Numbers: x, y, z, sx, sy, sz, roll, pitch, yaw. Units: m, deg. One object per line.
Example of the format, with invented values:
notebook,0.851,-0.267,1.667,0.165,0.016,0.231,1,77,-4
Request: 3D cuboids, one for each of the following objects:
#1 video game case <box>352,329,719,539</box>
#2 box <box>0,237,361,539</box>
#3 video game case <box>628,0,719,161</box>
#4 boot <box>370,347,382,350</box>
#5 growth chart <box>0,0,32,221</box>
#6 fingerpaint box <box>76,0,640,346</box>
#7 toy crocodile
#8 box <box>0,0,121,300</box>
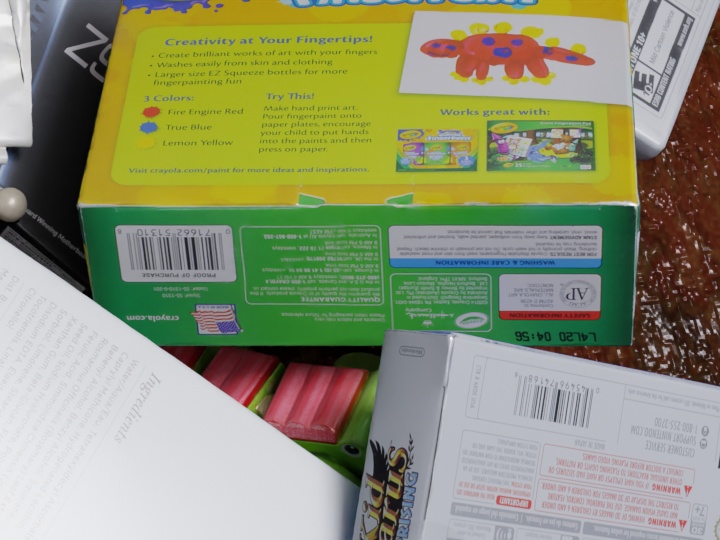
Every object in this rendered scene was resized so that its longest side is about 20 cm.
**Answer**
video game case,0.082,0.126,0.917,0.199,0.045,0.182,12,84,-36
box,-0.115,0.096,0.922,0.200,0.152,0.107,35,59,-9
video game case,0.084,-0.173,1.080,0.182,0.024,0.200,31,62,-14
boot,0.000,0.000,1.053,0.200,0.075,0.108,-18,114,-33
growth chart,-0.192,-0.107,0.996,0.144,0.018,0.201,10,66,-22
fingerpaint box,0.004,-0.049,0.956,0.199,0.074,0.167,0,40,3
toy crocodile,-0.039,0.057,0.972,0.068,0.199,0.062,-59,138,-30
box,-0.147,-0.098,1.051,0.200,0.044,0.160,40,58,-7
